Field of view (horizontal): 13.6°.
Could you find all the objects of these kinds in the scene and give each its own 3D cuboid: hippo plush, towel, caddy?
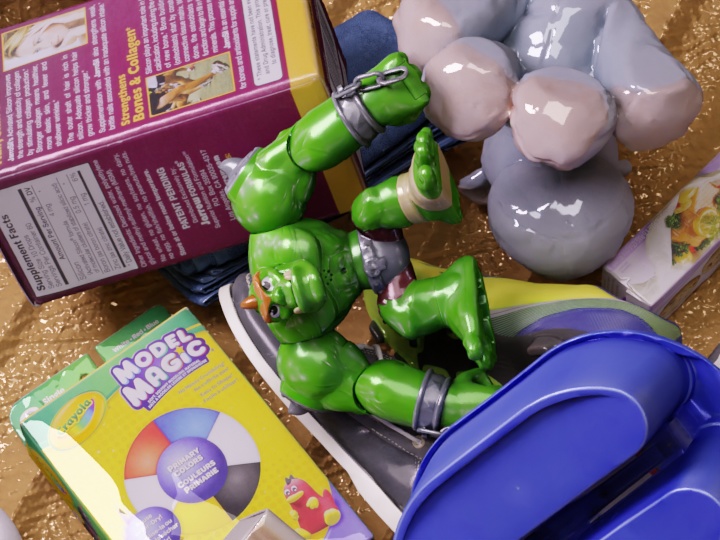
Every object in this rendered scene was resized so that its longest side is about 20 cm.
[{"bbox_3d":[0.089,-0.086,1.662,0.159,0.161,0.200,-1,44,-12],"label":"hippo plush"},{"bbox_3d":[-0.041,-0.066,1.722,0.200,0.049,0.112,-35,47,-13],"label":"towel"},{"bbox_3d":[0.110,0.120,1.524,0.200,0.105,0.142,-38,92,21],"label":"caddy"}]

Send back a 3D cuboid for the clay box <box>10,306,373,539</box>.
[{"bbox_3d":[-0.096,0.111,1.635,0.115,0.048,0.200,-35,68,-14],"label":"clay box"}]

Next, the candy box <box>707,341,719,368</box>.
[{"bbox_3d":[0.216,0.124,1.615,0.136,0.061,0.200,32,69,18],"label":"candy box"}]

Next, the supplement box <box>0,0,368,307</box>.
[{"bbox_3d":[-0.107,-0.081,1.651,0.199,0.103,0.131,-16,43,7],"label":"supplement box"}]

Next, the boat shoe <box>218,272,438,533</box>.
[{"bbox_3d":[0.002,0.070,1.639,0.068,0.072,0.200,-46,75,11],"label":"boat shoe"}]

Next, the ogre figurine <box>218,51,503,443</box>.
[{"bbox_3d":[0.000,0.000,1.575,0.119,0.201,0.098,-14,27,13],"label":"ogre figurine"}]

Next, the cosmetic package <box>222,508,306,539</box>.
[{"bbox_3d":[0.002,0.210,1.521,0.200,0.105,0.071,39,78,-5],"label":"cosmetic package"}]

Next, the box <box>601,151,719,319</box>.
[{"bbox_3d":[0.216,-0.047,1.711,0.039,0.041,0.200,41,71,19],"label":"box"}]

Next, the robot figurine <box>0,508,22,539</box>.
[{"bbox_3d":[-0.265,0.148,1.555,0.150,0.200,0.125,-38,40,28],"label":"robot figurine"}]

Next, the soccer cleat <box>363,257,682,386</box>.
[{"bbox_3d":[0.086,0.032,1.636,0.200,0.065,0.084,17,32,42],"label":"soccer cleat"}]
